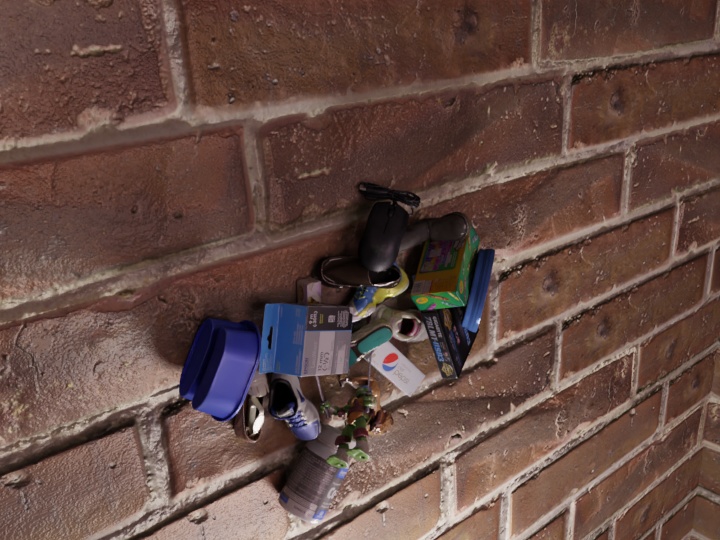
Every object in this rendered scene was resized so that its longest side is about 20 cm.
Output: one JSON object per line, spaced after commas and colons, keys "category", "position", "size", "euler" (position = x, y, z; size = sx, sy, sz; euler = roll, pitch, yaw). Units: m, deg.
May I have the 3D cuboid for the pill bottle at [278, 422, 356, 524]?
{"category": "pill bottle", "position": [-0.094, 0.457, 1.579], "size": [0.114, 0.113, 0.201], "euler": [33, 82, -42]}

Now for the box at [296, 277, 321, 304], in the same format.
{"category": "box", "position": [-0.110, 0.116, 1.505], "size": [0.039, 0.041, 0.202], "euler": [-14, 113, -38]}

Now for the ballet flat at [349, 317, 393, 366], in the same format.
{"category": "ballet flat", "position": [-0.016, 0.172, 1.584], "size": [0.199, 0.062, 0.068], "euler": [-27, 120, -2]}

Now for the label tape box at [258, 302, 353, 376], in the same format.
{"category": "label tape box", "position": [-0.108, 0.142, 1.428], "size": [0.199, 0.066, 0.145], "euler": [4, 92, -48]}

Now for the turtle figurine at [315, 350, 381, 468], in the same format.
{"category": "turtle figurine", "position": [-0.033, 0.308, 1.502], "size": [0.201, 0.143, 0.195], "euler": [75, 16, -45]}

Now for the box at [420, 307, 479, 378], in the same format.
{"category": "box", "position": [0.223, 0.126, 1.705], "size": [0.199, 0.049, 0.201], "euler": [-53, 130, -48]}

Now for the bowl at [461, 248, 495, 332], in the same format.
{"category": "bowl", "position": [0.276, 0.045, 1.645], "size": [0.201, 0.039, 0.202], "euler": [13, 90, -83]}

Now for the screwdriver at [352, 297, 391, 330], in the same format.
{"category": "screwdriver", "position": [0.010, 0.107, 1.611], "size": [0.199, 0.028, 0.029], "euler": [-29, 126, -29]}

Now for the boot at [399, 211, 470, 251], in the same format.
{"category": "boot", "position": [0.124, -0.077, 1.561], "size": [0.199, 0.181, 0.073], "euler": [-14, 93, -41]}

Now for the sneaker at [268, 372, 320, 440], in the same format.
{"category": "sneaker", "position": [-0.151, 0.290, 1.465], "size": [0.080, 0.115, 0.201], "euler": [-13, 114, 11]}

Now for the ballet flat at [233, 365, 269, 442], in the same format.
{"category": "ballet flat", "position": [-0.219, 0.263, 1.441], "size": [0.068, 0.067, 0.202], "euler": [-7, 108, -39]}

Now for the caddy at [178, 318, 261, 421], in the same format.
{"category": "caddy", "position": [-0.260, 0.188, 1.333], "size": [0.105, 0.141, 0.201], "euler": [21, 90, -39]}

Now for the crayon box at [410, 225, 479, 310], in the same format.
{"category": "crayon box", "position": [0.199, -0.008, 1.613], "size": [0.058, 0.118, 0.201], "euler": [51, 44, -37]}

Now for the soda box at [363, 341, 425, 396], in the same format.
{"category": "soda box", "position": [0.072, 0.222, 1.675], "size": [0.068, 0.064, 0.200], "euler": [-51, 131, -7]}

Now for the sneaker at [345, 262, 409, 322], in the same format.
{"category": "sneaker", "position": [0.015, 0.035, 1.579], "size": [0.199, 0.076, 0.106], "euler": [-32, 104, -28]}

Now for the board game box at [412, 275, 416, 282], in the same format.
{"category": "board game box", "position": [0.174, 0.058, 1.720], "size": [0.158, 0.039, 0.202], "euler": [-34, 115, -56]}

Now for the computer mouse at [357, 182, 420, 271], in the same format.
{"category": "computer mouse", "position": [0.048, -0.097, 1.483], "size": [0.137, 0.053, 0.201], "euler": [14, 70, 0]}

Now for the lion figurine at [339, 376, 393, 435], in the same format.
{"category": "lion figurine", "position": [0.021, 0.319, 1.656], "size": [0.122, 0.072, 0.201], "euler": [-16, 122, -21]}

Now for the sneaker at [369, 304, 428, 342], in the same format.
{"category": "sneaker", "position": [0.116, 0.138, 1.673], "size": [0.199, 0.088, 0.082], "euler": [10, 97, -42]}

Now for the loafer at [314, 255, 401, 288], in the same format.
{"category": "loafer", "position": [0.000, 0.000, 1.504], "size": [0.198, 0.071, 0.074], "euler": [1, 82, -16]}
